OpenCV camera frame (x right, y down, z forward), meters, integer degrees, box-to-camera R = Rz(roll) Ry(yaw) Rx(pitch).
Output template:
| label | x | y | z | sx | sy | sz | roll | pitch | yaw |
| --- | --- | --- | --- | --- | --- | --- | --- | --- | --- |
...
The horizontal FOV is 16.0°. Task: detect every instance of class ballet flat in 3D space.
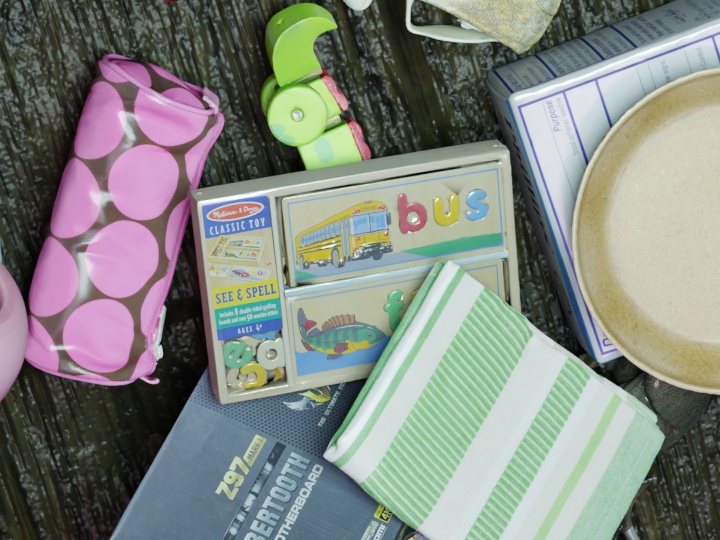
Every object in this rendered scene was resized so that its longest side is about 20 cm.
| label | x | y | z | sx | sy | sz | roll | pitch | yaw |
| --- | --- | --- | --- | --- | --- | --- | --- | --- | --- |
| ballet flat | 0.027 | -0.184 | 1.591 | 0.199 | 0.071 | 0.071 | 18 | 102 | -10 |

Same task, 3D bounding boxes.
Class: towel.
| label | x | y | z | sx | sy | sz | roll | pitch | yaw |
| --- | --- | --- | --- | --- | --- | --- | --- | --- | --- |
| towel | 0.086 | 0.107 | 1.577 | 0.200 | 0.023 | 0.153 | 37 | 76 | -24 |

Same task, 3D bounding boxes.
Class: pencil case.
| label | x | y | z | sx | sy | sz | roll | pitch | yaw |
| --- | --- | --- | --- | --- | --- | --- | --- | --- | --- |
| pencil case | -0.146 | -0.029 | 1.599 | 0.093 | 0.091 | 0.201 | 17 | 100 | 1 |

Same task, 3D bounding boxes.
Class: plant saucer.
| label | x | y | z | sx | sy | sz | roll | pitch | yaw |
| --- | --- | --- | --- | --- | --- | --- | --- | --- | --- |
| plant saucer | 0.224 | -0.026 | 1.551 | 0.199 | 0.035 | 0.201 | -1 | 102 | -4 |

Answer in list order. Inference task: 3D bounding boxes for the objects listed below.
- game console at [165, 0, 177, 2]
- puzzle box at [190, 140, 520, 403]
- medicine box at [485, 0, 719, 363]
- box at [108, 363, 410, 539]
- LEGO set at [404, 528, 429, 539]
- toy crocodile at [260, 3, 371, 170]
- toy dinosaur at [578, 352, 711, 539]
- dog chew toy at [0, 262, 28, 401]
| label | x | y | z | sx | sy | sz | roll | pitch | yaw |
| --- | --- | --- | --- | --- | --- | --- | --- | --- | --- |
| game console | -0.141 | -0.289 | 1.522 | 0.200 | 0.173 | 0.119 | 35 | 125 | -12 |
| puzzle box | 0.000 | 0.000 | 1.574 | 0.199 | 0.025 | 0.134 | -11 | 110 | -12 |
| medicine box | 0.203 | -0.068 | 1.614 | 0.199 | 0.103 | 0.183 | -20 | 105 | 0 |
| box | -0.045 | 0.134 | 1.587 | 0.157 | 0.051 | 0.200 | 24 | 59 | 10 |
| LEGO set | 0.077 | 0.203 | 1.661 | 0.153 | 0.116 | 0.201 | -23 | 105 | 1 |
| toy crocodile | -0.017 | -0.070 | 1.610 | 0.061 | 0.068 | 0.201 | -21 | 105 | -1 |
| toy dinosaur | 0.184 | 0.090 | 1.676 | 0.102 | 0.077 | 0.200 | 35 | 89 | -39 |
| dog chew toy | -0.292 | 0.064 | 1.583 | 0.124 | 0.125 | 0.200 | 37 | 126 | -13 |
